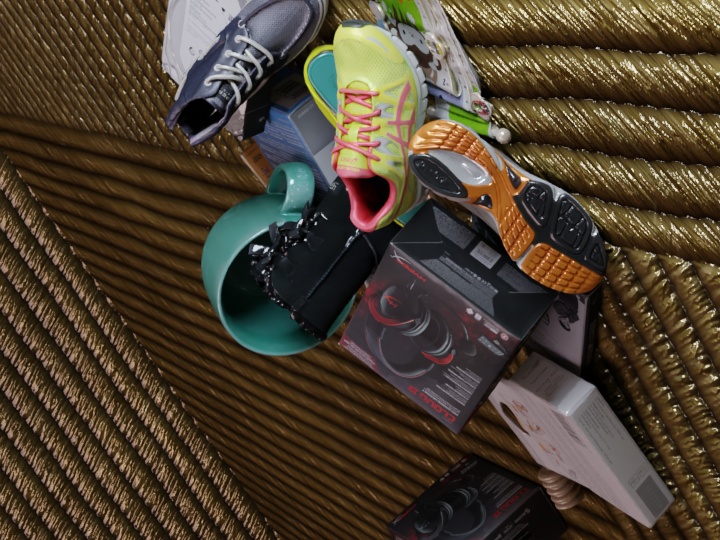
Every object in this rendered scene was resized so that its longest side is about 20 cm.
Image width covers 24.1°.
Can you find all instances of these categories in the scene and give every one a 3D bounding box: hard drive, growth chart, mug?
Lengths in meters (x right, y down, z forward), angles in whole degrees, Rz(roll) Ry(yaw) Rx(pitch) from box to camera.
[{"bbox_3d":[-0.136,-0.245,1.674,0.140,0.038,0.200,44,140,26],"label":"hard drive"},{"bbox_3d":[0.048,-0.199,1.434,0.200,0.018,0.145,59,163,-23],"label":"growth chart"},{"bbox_3d":[-0.080,-0.015,1.763,0.152,0.185,0.114,36,-172,-29],"label":"mug"}]

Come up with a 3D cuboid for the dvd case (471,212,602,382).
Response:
[{"bbox_3d":[0.163,0.019,1.588,0.150,0.025,0.200,44,163,24],"label":"dvd case"}]

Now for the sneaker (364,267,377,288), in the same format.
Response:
[{"bbox_3d":[0.076,0.075,1.856,0.200,0.075,0.105,49,161,37],"label":"sneaker"}]

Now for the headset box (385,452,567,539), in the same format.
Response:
[{"bbox_3d":[0.145,0.320,2.077,0.077,0.149,0.200,56,164,-21],"label":"headset box"}]

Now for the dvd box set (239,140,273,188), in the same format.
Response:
[{"bbox_3d":[-0.063,-0.060,1.961,0.200,0.029,0.146,50,179,3],"label":"dvd box set"}]

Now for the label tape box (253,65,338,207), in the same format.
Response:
[{"bbox_3d":[-0.042,-0.116,1.782,0.143,0.066,0.200,27,154,55],"label":"label tape box"}]

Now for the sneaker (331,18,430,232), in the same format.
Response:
[{"bbox_3d":[0.010,-0.120,1.458,0.078,0.090,0.200,9,129,34],"label":"sneaker"}]

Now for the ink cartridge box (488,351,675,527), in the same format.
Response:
[{"bbox_3d":[0.204,0.155,1.684,0.176,0.045,0.200,29,162,50],"label":"ink cartridge box"}]

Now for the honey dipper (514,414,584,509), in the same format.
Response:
[{"bbox_3d":[0.185,0.175,1.855,0.200,0.038,0.038,58,163,-17],"label":"honey dipper"}]

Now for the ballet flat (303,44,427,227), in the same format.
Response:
[{"bbox_3d":[0.014,-0.130,1.619,0.200,0.067,0.067,56,-175,-7],"label":"ballet flat"}]

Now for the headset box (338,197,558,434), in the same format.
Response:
[{"bbox_3d":[0.075,0.051,1.574,0.149,0.075,0.200,38,144,8],"label":"headset box"}]

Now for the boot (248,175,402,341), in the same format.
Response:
[{"bbox_3d":[0.001,0.001,1.685,0.198,0.163,0.073,42,179,-18],"label":"boot"}]

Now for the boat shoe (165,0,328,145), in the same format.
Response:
[{"bbox_3d":[-0.106,-0.192,1.575,0.075,0.093,0.200,35,132,-17],"label":"boat shoe"}]

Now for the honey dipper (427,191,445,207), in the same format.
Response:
[{"bbox_3d":[0.047,-0.104,1.549,0.038,0.038,0.200,18,138,62],"label":"honey dipper"}]

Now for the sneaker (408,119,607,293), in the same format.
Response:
[{"bbox_3d":[0.132,-0.060,1.448,0.200,0.076,0.092,42,-169,3],"label":"sneaker"}]
